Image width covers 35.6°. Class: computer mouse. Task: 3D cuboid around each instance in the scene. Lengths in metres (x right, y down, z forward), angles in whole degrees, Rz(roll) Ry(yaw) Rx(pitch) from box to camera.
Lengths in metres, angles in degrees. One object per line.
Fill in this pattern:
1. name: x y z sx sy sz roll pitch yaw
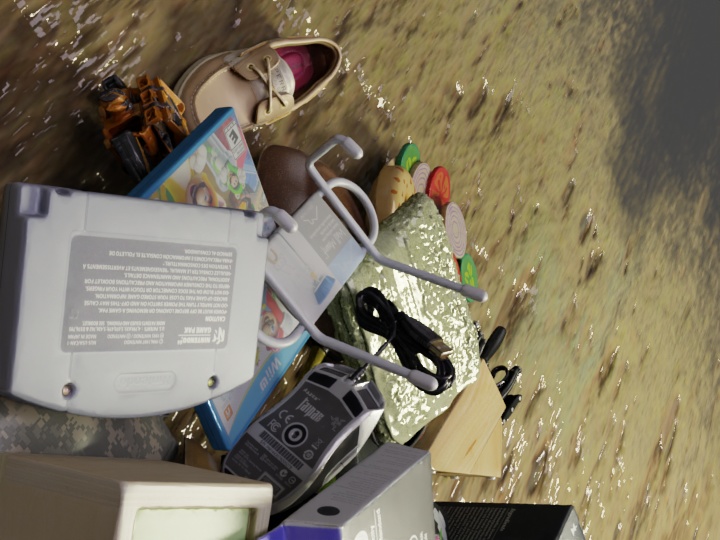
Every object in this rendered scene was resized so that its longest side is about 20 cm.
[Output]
1. computer mouse: -0.023 0.107 0.837 0.200 0.109 0.044 -43 148 -18

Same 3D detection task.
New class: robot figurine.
1. robot figurine: -0.133 -0.063 0.857 0.200 0.058 0.145 60 3 -38

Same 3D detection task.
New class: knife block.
1. knife block: 0.100 0.129 1.180 0.200 0.064 0.177 17 70 -51

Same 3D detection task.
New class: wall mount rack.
1. wall mount rack: 0.000 0.000 0.834 0.174 0.074 0.200 50 40 -11

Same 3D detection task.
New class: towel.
1. towel: 0.042 0.047 0.974 0.148 0.036 0.201 -41 125 -34

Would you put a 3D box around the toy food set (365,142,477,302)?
1. toy food set: 0.062 -0.027 1.145 0.198 0.048 0.201 -47 124 -59

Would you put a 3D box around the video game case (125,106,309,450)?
1. video game case: -0.097 0.006 0.797 0.143 0.018 0.201 -56 137 -47

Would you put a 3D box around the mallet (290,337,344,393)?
1. mallet: -0.062 0.107 0.989 0.066 0.041 0.200 57 47 -32

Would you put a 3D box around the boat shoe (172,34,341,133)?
1. boat shoe: -0.085 -0.165 0.972 0.200 0.069 0.074 -44 119 -48

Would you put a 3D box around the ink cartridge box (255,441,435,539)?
1. ink cartridge box: -0.004 0.235 0.714 0.200 0.043 0.200 -21 110 -60

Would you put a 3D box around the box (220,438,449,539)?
1. box: -0.015 0.239 0.903 0.200 0.124 0.149 50 30 -48

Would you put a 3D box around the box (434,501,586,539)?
1. box: 0.119 0.309 1.059 0.107 0.199 0.149 -48 122 -46

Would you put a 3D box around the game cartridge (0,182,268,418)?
1. game cartridge: -0.137 0.022 0.684 0.199 0.041 0.134 5 89 -54

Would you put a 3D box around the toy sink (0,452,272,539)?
1. toy sink: -0.136 0.210 0.624 0.130 0.111 0.201 19 78 -56

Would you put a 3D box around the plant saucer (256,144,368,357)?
1. plant saucer: -0.028 -0.023 0.995 0.201 0.036 0.201 -90 154 -49

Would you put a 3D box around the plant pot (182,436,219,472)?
1. plant pot: -0.114 0.218 0.786 0.027 0.200 0.201 2 79 -9

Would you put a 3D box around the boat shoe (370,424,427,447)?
1. boat shoe: 0.046 0.075 1.050 0.063 0.073 0.203 -96 -165 -70

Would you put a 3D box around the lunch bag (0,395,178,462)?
1. lunch bag: -0.216 0.114 0.703 0.200 0.117 0.165 -51 127 -40
